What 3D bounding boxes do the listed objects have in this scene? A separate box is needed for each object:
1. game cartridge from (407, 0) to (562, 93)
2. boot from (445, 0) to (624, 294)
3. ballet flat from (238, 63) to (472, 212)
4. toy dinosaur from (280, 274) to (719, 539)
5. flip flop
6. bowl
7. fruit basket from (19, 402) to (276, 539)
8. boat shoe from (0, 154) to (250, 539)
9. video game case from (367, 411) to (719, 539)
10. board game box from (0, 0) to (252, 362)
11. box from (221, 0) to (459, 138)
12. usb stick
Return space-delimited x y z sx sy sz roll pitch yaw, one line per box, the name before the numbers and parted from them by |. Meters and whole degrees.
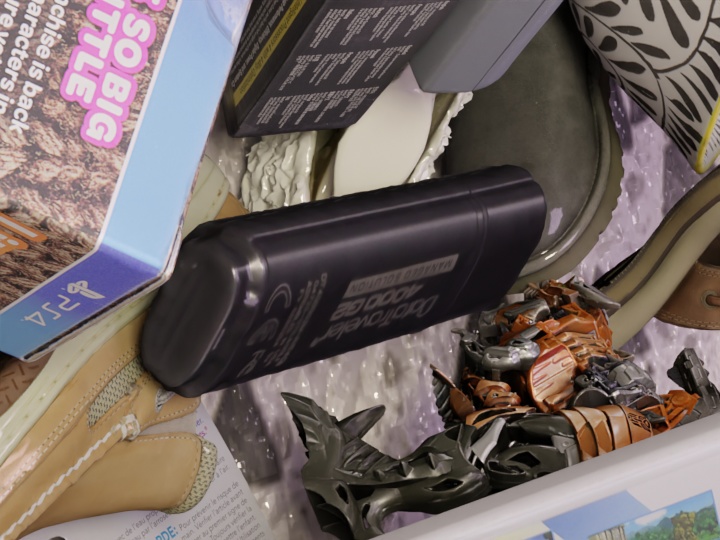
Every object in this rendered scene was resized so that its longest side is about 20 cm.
game cartridge | 0.023 -0.161 0.762 0.040 0.133 0.201 -7 74 -22
boot | 0.021 -0.114 0.917 0.200 0.072 0.182 51 33 -43
ballet flat | 0.024 -0.082 0.848 0.072 0.072 0.201 16 100 -50
toy dinosaur | 0.054 0.068 0.832 0.200 0.135 0.102 -96 169 -77
flip flop | 0.128 0.001 0.937 0.058 0.200 0.081 47 23 4
bowl | 0.122 -0.144 0.919 0.201 0.094 0.201 -61 171 -17
fruit basket | -0.060 0.161 0.766 0.200 0.094 0.185 58 40 -4
boat shoe | -0.072 0.040 0.745 0.076 0.072 0.200 49 42 -13
video game case | 0.061 0.148 0.729 0.199 0.022 0.183 -18 101 -18
board game box | -0.127 -0.095 0.627 0.200 0.097 0.160 25 66 -20
box | -0.011 -0.145 0.742 0.049 0.200 0.162 -6 75 -18
usb stick | 0.000 0.000 0.787 0.200 0.033 0.056 -15 138 -61
